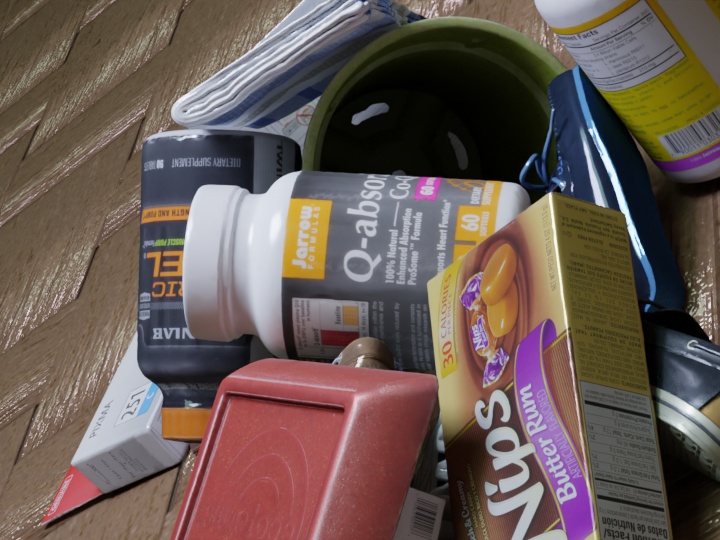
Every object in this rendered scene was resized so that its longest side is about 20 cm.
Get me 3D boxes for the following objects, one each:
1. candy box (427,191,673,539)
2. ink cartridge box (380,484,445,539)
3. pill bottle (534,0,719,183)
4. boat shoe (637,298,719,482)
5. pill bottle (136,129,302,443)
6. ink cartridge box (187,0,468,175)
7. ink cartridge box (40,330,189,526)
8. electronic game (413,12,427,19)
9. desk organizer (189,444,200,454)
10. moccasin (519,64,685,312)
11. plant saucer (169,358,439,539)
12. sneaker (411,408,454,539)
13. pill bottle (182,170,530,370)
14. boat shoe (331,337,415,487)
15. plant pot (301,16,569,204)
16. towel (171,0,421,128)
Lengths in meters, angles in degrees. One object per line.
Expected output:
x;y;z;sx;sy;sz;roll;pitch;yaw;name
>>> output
0.096;0.075;1.203;0.117;0.056;0.200;-37;48;46;candy box
-0.030;0.172;1.262;0.200;0.037;0.095;-12;60;54;ink cartridge box
0.176;-0.156;1.402;0.104;0.200;0.104;-33;22;16;pill bottle
0.161;0.054;1.239;0.062;0.075;0.200;-46;27;-7;boat shoe
-0.092;0.013;1.493;0.106;0.106;0.200;-6;82;59;pill bottle
-0.010;-0.102;1.657;0.160;0.200;0.047;-43;24;6;ink cartridge box
-0.180;0.096;1.833;0.176;0.045;0.200;-27;28;38;ink cartridge box
-0.010;-0.109;1.708;0.200;0.200;0.042;-44;53;5;electronic game
-0.078;0.067;1.645;0.072;0.077;0.200;-19;-8;-25;desk organizer
0.136;-0.044;1.392;0.068;0.080;0.200;-32;41;22;moccasin
-0.050;0.142;1.247;0.200;0.037;0.200;2;72;60;plant saucer
0.054;0.147;1.289;0.081;0.075;0.200;119;173;-56;sneaker
0.000;0.000;1.376;0.200;0.117;0.116;3;36;7;pill bottle
0.003;0.095;1.363;0.200;0.072;0.072;114;159;-68;boat shoe
0.042;-0.063;1.541;0.200;0.200;0.184;-48;10;-7;plant pot
-0.035;-0.131;1.473;0.147;0.024;0.200;-32;-5;11;towel
